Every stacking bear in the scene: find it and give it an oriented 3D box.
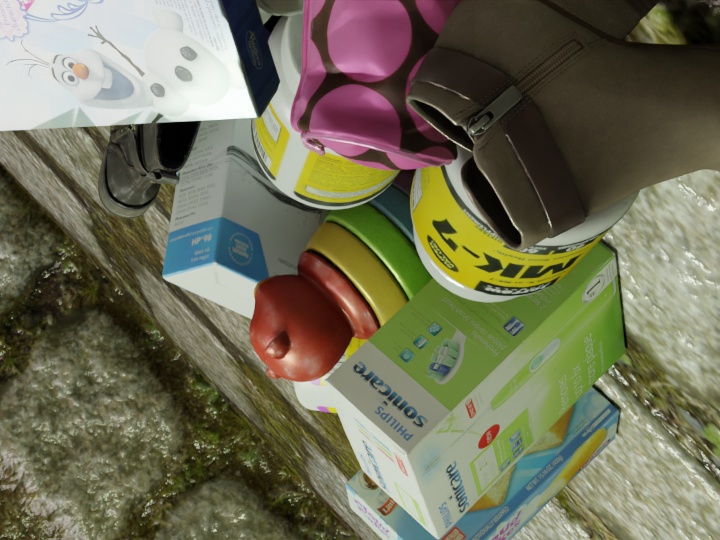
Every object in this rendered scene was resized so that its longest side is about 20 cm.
[{"bbox_3d":[0.000,0.000,1.279,0.114,0.200,0.121,46,166,7],"label":"stacking bear"}]

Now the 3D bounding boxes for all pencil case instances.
[{"bbox_3d":[0.008,-0.151,0.872,0.091,0.093,0.201,-138,49,-82],"label":"pencil case"}]

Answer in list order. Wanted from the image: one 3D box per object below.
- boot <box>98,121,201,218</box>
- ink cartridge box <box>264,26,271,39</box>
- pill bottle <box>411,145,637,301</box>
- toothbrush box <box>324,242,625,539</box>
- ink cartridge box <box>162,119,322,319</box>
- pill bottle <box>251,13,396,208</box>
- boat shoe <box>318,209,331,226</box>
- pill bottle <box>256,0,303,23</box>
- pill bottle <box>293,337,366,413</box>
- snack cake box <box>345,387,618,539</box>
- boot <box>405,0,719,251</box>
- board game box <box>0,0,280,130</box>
[{"bbox_3d":[-0.159,-0.143,1.391,0.069,0.201,0.174,6,163,-20],"label":"boot"},{"bbox_3d":[-0.107,-0.186,1.323,0.200,0.043,0.198,40,-178,33],"label":"ink cartridge box"},{"bbox_3d":[0.091,-0.049,1.014,0.114,0.114,0.200,47,167,6],"label":"pill bottle"},{"bbox_3d":[0.085,0.066,1.201,0.086,0.200,0.146,41,164,29],"label":"toothbrush box"},{"bbox_3d":[-0.086,-0.072,1.420,0.067,0.201,0.116,-15,150,42],"label":"ink cartridge box"},{"bbox_3d":[-0.009,-0.118,1.137,0.114,0.114,0.200,47,167,4],"label":"pill bottle"},{"bbox_3d":[0.047,-0.008,1.420,0.200,0.076,0.074,45,-159,-24],"label":"boat shoe"},{"bbox_3d":[-0.114,-0.189,1.018,0.199,0.115,0.114,-4,138,26],"label":"pill bottle"},{"bbox_3d":[0.053,0.067,1.351,0.199,0.105,0.104,5,152,13],"label":"pill bottle"},{"bbox_3d":[0.098,0.153,1.398,0.115,0.200,0.067,42,165,21],"label":"snack cake box"},{"bbox_3d":[0.123,-0.062,0.835,0.200,0.146,0.070,47,165,3],"label":"boot"},{"bbox_3d":[-0.164,-0.172,0.947,0.198,0.043,0.201,-1,127,22],"label":"board game box"}]
